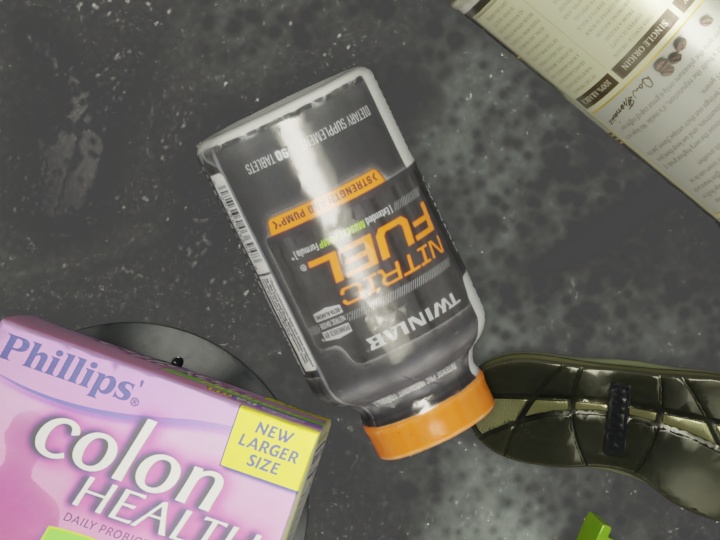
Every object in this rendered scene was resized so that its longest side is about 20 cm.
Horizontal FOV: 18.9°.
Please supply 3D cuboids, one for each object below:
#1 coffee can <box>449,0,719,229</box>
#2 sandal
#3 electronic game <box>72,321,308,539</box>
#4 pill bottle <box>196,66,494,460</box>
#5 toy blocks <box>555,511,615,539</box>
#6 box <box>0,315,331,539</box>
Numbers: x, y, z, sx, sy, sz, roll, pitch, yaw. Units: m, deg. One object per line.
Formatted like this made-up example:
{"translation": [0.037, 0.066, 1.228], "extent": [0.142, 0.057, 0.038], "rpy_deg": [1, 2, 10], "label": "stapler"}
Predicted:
{"translation": [0.169, -0.133, 1.139], "extent": [0.200, 0.146, 0.146], "rpy_deg": [39, 93, -6], "label": "coffee can"}
{"translation": [0.160, 0.083, 1.212], "extent": [0.201, 0.057, 0.080], "rpy_deg": [15, 101, 11], "label": "sandal"}
{"translation": [-0.128, 0.129, 1.207], "extent": [0.200, 0.042, 0.200], "rpy_deg": [0, 89, 2], "label": "electronic game"}
{"translation": [0.000, 0.000, 1.167], "extent": [0.106, 0.106, 0.200], "rpy_deg": [-26, 97, 1], "label": "pill bottle"}
{"translation": [0.148, 0.246, 1.217], "extent": [0.137, 0.100, 0.200], "rpy_deg": [20, 96, -16], "label": "toy blocks"}
{"translation": [-0.130, 0.146, 1.138], "extent": [0.176, 0.097, 0.200], "rpy_deg": [20, 90, 2], "label": "box"}
